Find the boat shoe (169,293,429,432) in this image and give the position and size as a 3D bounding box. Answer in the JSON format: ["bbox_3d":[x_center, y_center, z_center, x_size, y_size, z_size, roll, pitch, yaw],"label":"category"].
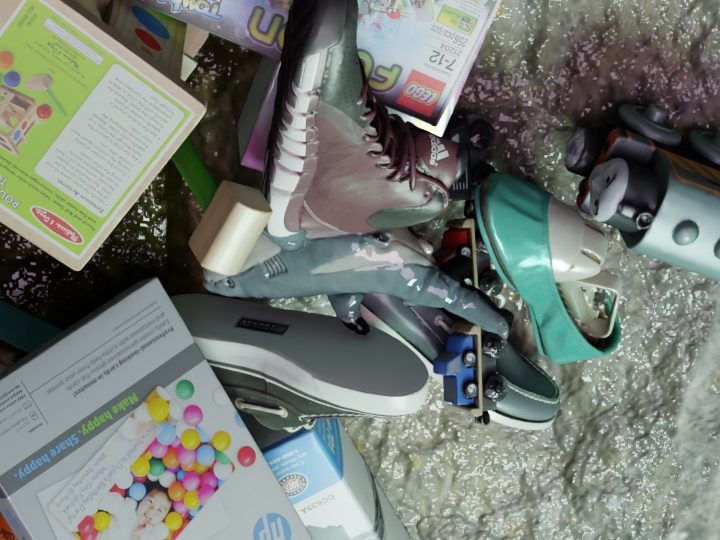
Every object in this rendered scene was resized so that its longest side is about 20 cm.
[{"bbox_3d":[-0.045,0.068,1.114,0.198,0.071,0.064,15,123,26],"label":"boat shoe"}]

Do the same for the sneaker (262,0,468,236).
[{"bbox_3d":[0.010,-0.087,0.952,0.114,0.076,0.201,6,149,-7],"label":"sneaker"}]

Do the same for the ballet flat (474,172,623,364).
[{"bbox_3d":[0.131,-0.003,1.101,0.070,0.068,0.200,-4,148,19],"label":"ballet flat"}]

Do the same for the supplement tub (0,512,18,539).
[{"bbox_3d":[-0.238,0.219,1.150,0.122,0.123,0.200,25,128,-19],"label":"supplement tub"}]

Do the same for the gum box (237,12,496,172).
[{"bbox_3d":[0.010,-0.147,1.037,0.112,0.066,0.202,16,115,-15],"label":"gum box"}]

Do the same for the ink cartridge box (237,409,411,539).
[{"bbox_3d":[-0.054,0.192,1.205,0.145,0.086,0.201,-26,117,7],"label":"ink cartridge box"}]

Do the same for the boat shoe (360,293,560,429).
[{"bbox_3d":[0.067,0.037,1.143,0.199,0.073,0.062,35,113,-18],"label":"boat shoe"}]

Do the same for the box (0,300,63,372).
[{"bbox_3d":[-0.299,0.039,1.108,0.199,0.049,0.083,28,112,-20],"label":"box"}]

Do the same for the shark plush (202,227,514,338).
[{"bbox_3d":[0.000,0.000,1.086,0.197,0.091,0.084,13,109,-3],"label":"shark plush"}]

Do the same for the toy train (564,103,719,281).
[{"bbox_3d":[0.227,-0.037,1.098,0.198,0.114,0.086,20,114,-17],"label":"toy train"}]

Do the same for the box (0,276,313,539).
[{"bbox_3d":[-0.143,0.131,1.066,0.155,0.041,0.201,-34,100,-26],"label":"box"}]

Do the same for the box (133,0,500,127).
[{"bbox_3d":[-0.023,-0.169,0.964,0.198,0.035,0.111,20,114,-15],"label":"box"}]

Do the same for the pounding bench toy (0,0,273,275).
[{"bbox_3d":[-0.142,-0.092,0.991,0.199,0.156,0.124,35,110,-18],"label":"pounding bench toy"}]

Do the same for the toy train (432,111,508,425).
[{"bbox_3d":[0.066,0.000,1.099,0.045,0.034,0.203,-5,94,-23],"label":"toy train"}]
